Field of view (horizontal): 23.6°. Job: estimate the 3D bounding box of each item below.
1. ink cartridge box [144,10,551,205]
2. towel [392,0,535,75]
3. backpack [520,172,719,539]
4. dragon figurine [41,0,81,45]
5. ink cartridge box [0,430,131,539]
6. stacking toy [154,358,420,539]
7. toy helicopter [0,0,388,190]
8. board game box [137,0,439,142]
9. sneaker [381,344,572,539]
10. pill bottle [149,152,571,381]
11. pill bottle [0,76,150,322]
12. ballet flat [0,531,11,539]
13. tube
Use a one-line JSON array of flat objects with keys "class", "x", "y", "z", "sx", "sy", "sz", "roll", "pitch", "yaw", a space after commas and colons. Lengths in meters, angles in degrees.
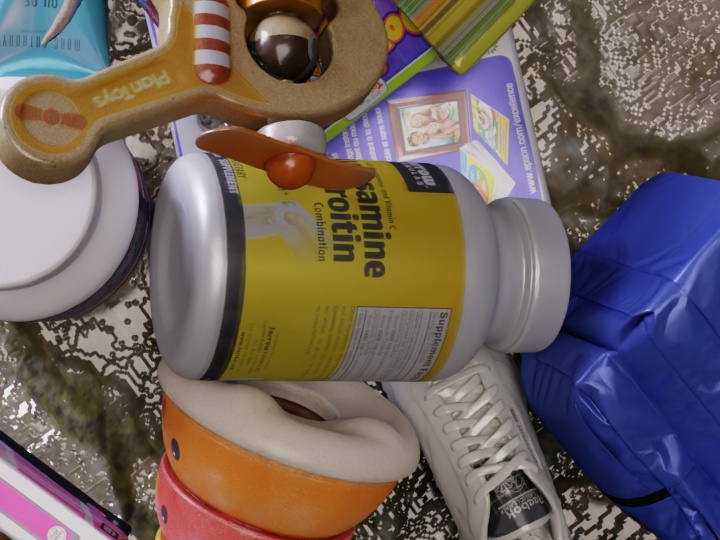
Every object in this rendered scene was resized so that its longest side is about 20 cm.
[{"class": "ink cartridge box", "x": -0.010, "y": -0.100, "z": 0.959, "sx": 0.199, "sy": 0.043, "sz": 0.199, "roll": -12, "pitch": 89, "yaw": -6}, {"class": "towel", "x": 0.016, "y": -0.198, "z": 0.864, "sx": 0.086, "sy": 0.018, "sz": 0.200, "roll": -46, "pitch": 111, "yaw": -7}, {"class": "backpack", "x": 0.197, "y": 0.068, "z": 0.917, "sx": 0.168, "sy": 0.163, "sz": 0.200, "roll": -45, "pitch": 104, "yaw": 1}, {"class": "dragon figurine", "x": -0.120, "y": -0.213, "z": 0.922, "sx": 0.059, "sy": 0.099, "sz": 0.201, "roll": 0, "pitch": 84, "yaw": 26}, {"class": "ink cartridge box", "x": -0.211, "y": 0.096, "z": 0.913, "sx": 0.199, "sy": 0.095, "sz": 0.037, "roll": 35, "pitch": 86, "yaw": -3}, {"class": "stacking toy", "x": -0.065, "y": 0.148, "z": 0.920, "sx": 0.145, "sy": 0.146, "sz": 0.201, "roll": 20, "pitch": 102, "yaw": -4}, {"class": "toy helicopter", "x": -0.071, "y": -0.081, "z": 0.784, "sx": 0.199, "sy": 0.079, "sz": 0.133, "roll": -25, "pitch": 83, "yaw": -29}, {"class": "board game box", "x": -0.008, "y": -0.162, "z": 0.897, "sx": 0.200, "sy": 0.045, "sz": 0.135, "roll": -38, "pitch": 111, "yaw": -4}, {"class": "sneaker", "x": 0.068, "y": 0.095, "z": 0.943, "sx": 0.076, "sy": 0.081, "sz": 0.201, "roll": -25, "pitch": 89, "yaw": -3}, {"class": "pill bottle", "x": 0.000, "y": 0.000, "z": 0.872, "sx": 0.199, "sy": 0.112, "sz": 0.113, "roll": 1, "pitch": 88, "yaw": -21}, {"class": "pill bottle", "x": -0.168, "y": -0.034, "z": 0.867, "sx": 0.119, "sy": 0.200, "sz": 0.120, "roll": 0, "pitch": 89, "yaw": -5}, {"class": "ballet flat", "x": -0.208, "y": 0.159, "z": 0.925, "sx": 0.200, "sy": 0.067, "sz": 0.068, "roll": 36, "pitch": 85, "yaw": -3}, {"class": "tube", "x": -0.173, "y": -0.204, "z": 0.952, "sx": 0.077, "sy": 0.050, "sz": 0.201, "roll": 3, "pitch": 93, "yaw": -2}]
